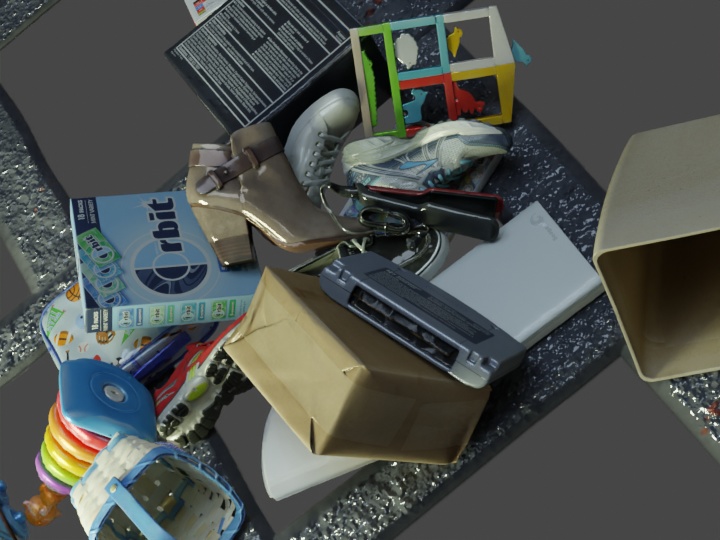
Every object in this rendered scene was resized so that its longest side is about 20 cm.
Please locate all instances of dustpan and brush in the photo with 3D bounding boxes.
[{"bbox_3d":[-0.056,0.144,1.616,0.138,0.057,0.202,-21,60,-1],"label":"dustpan and brush"}]

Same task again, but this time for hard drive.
[{"bbox_3d":[0.143,0.032,1.596,0.199,0.026,0.132,-37,53,2],"label":"hard drive"}]

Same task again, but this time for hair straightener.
[{"bbox_3d":[0.052,-0.060,1.610,0.197,0.041,0.078,12,48,1],"label":"hair straightener"}]

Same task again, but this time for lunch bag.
[{"bbox_3d":[-0.268,0.065,1.747,0.199,0.076,0.161,-38,55,0],"label":"lunch bag"}]

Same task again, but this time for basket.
[{"bbox_3d":[-0.193,0.257,1.532,0.139,0.176,0.200,-49,44,-3],"label":"basket"}]

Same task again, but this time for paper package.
[{"bbox_3d":[-0.003,0.097,1.507,0.191,0.199,0.104,43,112,40],"label":"paper package"}]

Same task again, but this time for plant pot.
[{"bbox_3d":[0.340,-0.038,1.448,0.198,0.201,0.178,-11,46,20],"label":"plant pot"}]

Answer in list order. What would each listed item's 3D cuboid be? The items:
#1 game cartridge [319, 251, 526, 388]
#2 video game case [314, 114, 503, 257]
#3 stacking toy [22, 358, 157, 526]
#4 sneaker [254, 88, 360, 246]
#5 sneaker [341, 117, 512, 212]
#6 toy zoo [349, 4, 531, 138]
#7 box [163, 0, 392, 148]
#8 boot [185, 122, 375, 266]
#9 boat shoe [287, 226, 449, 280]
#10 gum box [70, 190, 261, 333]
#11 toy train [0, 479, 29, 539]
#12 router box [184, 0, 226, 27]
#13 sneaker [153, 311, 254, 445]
[{"bbox_3d":[0.065,0.047,1.514,0.199,0.133,0.042,32,103,17],"label":"game cartridge"},{"bbox_3d":[0.054,-0.074,1.707,0.142,0.018,0.201,23,74,34],"label":"video game case"},{"bbox_3d":[-0.314,0.206,1.661,0.201,0.115,0.110,-56,28,23],"label":"stacking toy"},{"bbox_3d":[-0.052,-0.111,1.727,0.201,0.072,0.085,-54,52,24],"label":"sneaker"},{"bbox_3d":[0.077,-0.109,1.673,0.198,0.077,0.087,-11,75,22],"label":"sneaker"},{"bbox_3d":[0.094,-0.222,1.701,0.197,0.020,0.133,-8,102,4],"label":"toy zoo"},{"bbox_3d":[-0.092,-0.238,1.808,0.198,0.123,0.200,-40,53,-1],"label":"box"},{"bbox_3d":[-0.093,-0.090,1.669,0.197,0.070,0.148,-10,83,-9],"label":"boot"},{"bbox_3d":[0.000,0.000,1.637,0.198,0.064,0.071,-25,54,10],"label":"boat shoe"},{"bbox_3d":[-0.218,-0.015,1.694,0.197,0.045,0.171,-5,48,-13],"label":"gum box"},{"bbox_3d":[-0.422,0.284,1.664,0.086,0.114,0.200,-38,53,-1],"label":"toy train"},{"bbox_3d":[-0.151,-0.418,1.991,0.199,0.049,0.181,-31,53,6],"label":"router box"},{"bbox_3d":[-0.161,0.099,1.661,0.200,0.077,0.085,-44,40,12],"label":"sneaker"}]
